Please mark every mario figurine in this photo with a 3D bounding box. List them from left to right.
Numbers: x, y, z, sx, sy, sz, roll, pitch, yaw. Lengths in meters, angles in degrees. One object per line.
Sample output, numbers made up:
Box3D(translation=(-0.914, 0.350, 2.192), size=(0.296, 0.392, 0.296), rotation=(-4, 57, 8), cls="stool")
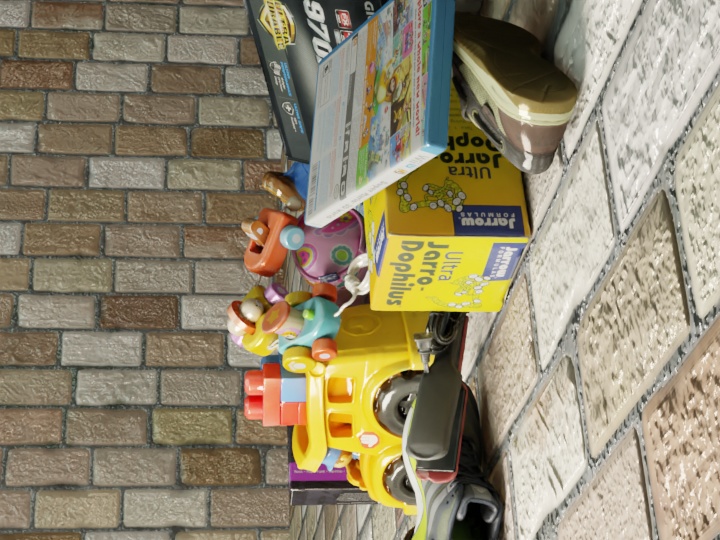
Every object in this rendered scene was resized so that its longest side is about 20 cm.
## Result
Box3D(translation=(-0.041, -0.167, 1.476), size=(0.200, 0.106, 0.123), rotation=(-53, 46, -1), cls="mario figurine")

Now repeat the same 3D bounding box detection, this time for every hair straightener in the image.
Box3D(translation=(0.071, 0.063, 1.109), size=(0.077, 0.041, 0.201), rotation=(65, -144, -52), cls="hair straightener")

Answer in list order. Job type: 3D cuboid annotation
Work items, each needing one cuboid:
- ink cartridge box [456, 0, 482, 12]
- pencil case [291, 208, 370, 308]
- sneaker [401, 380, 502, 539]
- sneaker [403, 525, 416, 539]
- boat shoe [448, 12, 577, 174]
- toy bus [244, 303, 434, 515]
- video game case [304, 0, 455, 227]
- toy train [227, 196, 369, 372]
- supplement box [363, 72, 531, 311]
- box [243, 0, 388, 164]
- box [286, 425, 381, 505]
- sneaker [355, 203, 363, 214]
Box3D(translation=(0.073, -0.335, 1.182), size=(0.116, 0.067, 0.201), rotation=(111, 158, -71), cls="ink cartridge box")
Box3D(translation=(0.000, 0.000, 1.404), size=(0.200, 0.087, 0.088), rotation=(44, -139, -64), cls="pencil case")
Box3D(translation=(0.082, 0.176, 1.121), size=(0.081, 0.074, 0.201), rotation=(-41, 45, 54), cls="sneaker")
Box3D(translation=(0.065, 0.310, 1.174), size=(0.200, 0.067, 0.090), rotation=(-108, 25, -59), cls="sneaker")
Box3D(translation=(0.095, -0.127, 0.973), size=(0.201, 0.071, 0.066), rotation=(-113, 31, -62), cls="boat shoe")
Box3D(translation=(-0.015, 0.133, 1.333), size=(0.136, 0.191, 0.201), rotation=(-105, 12, -60), cls="toy bus")
Box3D(translation=(0.012, -0.126, 1.039), size=(0.200, 0.018, 0.144), rotation=(-28, 53, 60), cls="video game case")
Box3D(translation=(-0.072, 0.008, 1.272), size=(0.200, 0.055, 0.151), rotation=(26, 92, 55), cls="toy train")
Box3D(translation=(0.060, -0.080, 1.099), size=(0.109, 0.109, 0.201), rotation=(102, 166, -57), cls="supplement box")
Box3D(translation=(-0.016, -0.179, 1.242), size=(0.046, 0.158, 0.201), rotation=(-44, -45, -37), cls="box")
Box3D(translation=(-0.008, 0.156, 1.477), size=(0.036, 0.142, 0.201), rotation=(98, 171, -49), cls="box")
Box3D(translation=(0.024, -0.070, 1.531), size=(0.082, 0.074, 0.201), rotation=(-109, 20, -64), cls="sneaker")
